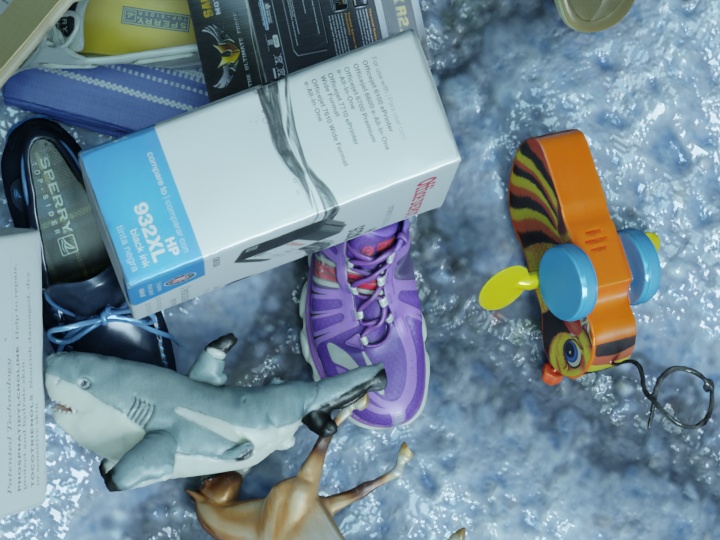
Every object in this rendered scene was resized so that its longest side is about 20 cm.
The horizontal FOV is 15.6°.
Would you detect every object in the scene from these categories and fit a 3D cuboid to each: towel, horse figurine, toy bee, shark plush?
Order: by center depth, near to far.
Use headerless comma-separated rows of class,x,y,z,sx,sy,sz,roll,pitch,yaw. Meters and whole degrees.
shark plush,-0.084,0.078,1.564,0.199,0.091,0.084,-7,91,4
horse figurine,-0.005,0.172,1.591,0.132,0.050,0.200,-37,74,0
towel,-0.129,-0.179,1.617,0.144,0.024,0.201,15,89,-7
toy bee,0.131,0.021,1.629,0.130,0.109,0.201,9,60,-22

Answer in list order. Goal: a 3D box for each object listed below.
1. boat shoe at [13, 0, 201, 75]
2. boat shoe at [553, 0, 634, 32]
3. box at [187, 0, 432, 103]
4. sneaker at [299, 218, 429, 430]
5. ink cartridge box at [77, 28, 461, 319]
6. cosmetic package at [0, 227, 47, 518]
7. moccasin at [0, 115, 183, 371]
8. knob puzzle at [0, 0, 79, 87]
boat shoe,-0.174,-0.149,1.557,0.201,0.086,0.075,6,89,-6
boat shoe,0.133,-0.250,1.640,0.073,0.063,0.202,-12,101,-20
box,-0.042,-0.204,1.569,0.158,0.048,0.201,-18,97,-49
sneaker,0.000,0.000,1.610,0.080,0.083,0.201,-10,95,-8
ink cartridge box,-0.052,-0.052,1.496,0.199,0.145,0.084,-21,82,-6
cosmetic package,-0.289,0.061,1.487,0.166,0.200,0.168,0,93,15
moccasin,-0.170,0.006,1.591,0.080,0.068,0.201,-28,98,-7
knob puzzle,-0.210,-0.202,1.532,0.218,0.030,0.221,-12,61,22
